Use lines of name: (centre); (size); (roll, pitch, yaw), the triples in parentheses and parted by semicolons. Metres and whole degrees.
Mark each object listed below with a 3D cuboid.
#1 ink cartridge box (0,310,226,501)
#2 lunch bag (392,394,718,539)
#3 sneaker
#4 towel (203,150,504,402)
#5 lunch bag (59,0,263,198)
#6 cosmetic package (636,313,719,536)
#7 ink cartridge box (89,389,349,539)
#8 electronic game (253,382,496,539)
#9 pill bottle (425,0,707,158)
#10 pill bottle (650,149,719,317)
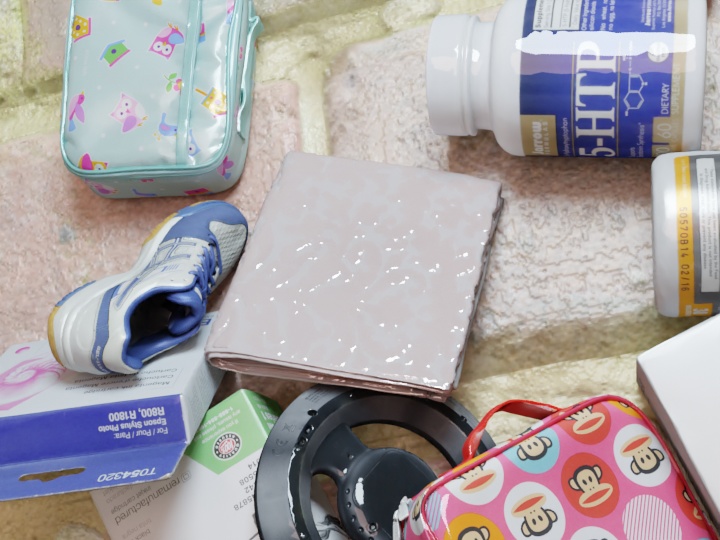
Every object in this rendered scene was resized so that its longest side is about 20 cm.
ink cartridge box: (-0.206, 0.097, 0.896); (0.193, 0.200, 0.044); (-9, 109, 11)
lunch bag: (0.127, 0.172, 0.810); (0.198, 0.082, 0.178); (-20, 71, -25)
sneaker: (-0.137, 0.018, 0.913); (0.087, 0.076, 0.200); (10, 40, 36)
towel: (0.000, 0.000, 0.913); (0.188, 0.032, 0.202); (9, 54, 15)
lunch bag: (-0.162, -0.164, 1.004); (0.158, 0.077, 0.203); (-1, 76, 13)
cosmetic package: (0.264, 0.135, 0.810); (0.080, 0.113, 0.202); (-29, 70, 5)
ink cartridge box: (-0.086, 0.214, 0.888); (0.145, 0.084, 0.201); (-33, 71, 4)
electronic game: (0.021, 0.164, 0.853); (0.197, 0.042, 0.203); (10, 59, -16)
pill bottle: (0.153, -0.145, 0.901); (0.197, 0.120, 0.122); (2, 77, 14)
pill bottle: (0.302, -0.027, 0.837); (0.197, 0.116, 0.118); (-1, 76, 14)
